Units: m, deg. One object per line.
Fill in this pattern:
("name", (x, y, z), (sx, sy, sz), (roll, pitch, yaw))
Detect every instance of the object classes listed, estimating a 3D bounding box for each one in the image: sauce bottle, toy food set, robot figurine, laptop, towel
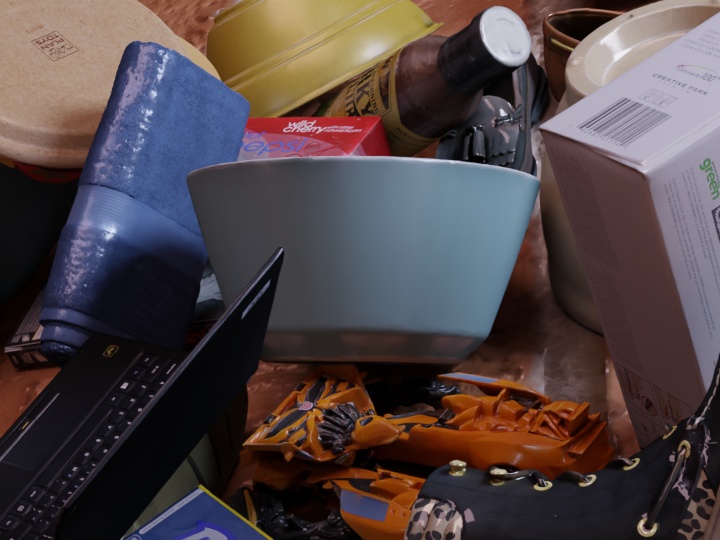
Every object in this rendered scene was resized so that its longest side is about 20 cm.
("sauce bottle", (0.036, -0.113, 1.216), (0.200, 0.065, 0.065), (-31, 14, 50))
("toy food set", (-0.202, -0.129, 1.225), (0.197, 0.049, 0.200), (28, 43, 11))
("robot figurine", (0.024, 0.098, 0.977), (0.199, 0.059, 0.145), (8, 40, 37))
("laptop", (-0.140, 0.073, 0.941), (0.199, 0.104, 0.177), (9, 47, 40))
("towel", (-0.134, -0.030, 1.135), (0.048, 0.112, 0.202), (6, 73, 33))

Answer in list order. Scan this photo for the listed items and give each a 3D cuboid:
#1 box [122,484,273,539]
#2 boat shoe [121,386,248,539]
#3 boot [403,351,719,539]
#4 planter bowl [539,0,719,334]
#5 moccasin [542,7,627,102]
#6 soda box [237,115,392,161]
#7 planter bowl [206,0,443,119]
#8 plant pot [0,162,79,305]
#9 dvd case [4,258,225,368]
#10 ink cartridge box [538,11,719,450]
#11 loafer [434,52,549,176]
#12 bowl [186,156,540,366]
("box", (-0.043, 0.178, 0.887), (0.070, 0.065, 0.200), (-34, 33, -22))
("boat shoe", (-0.126, 0.118, 1.020), (0.068, 0.075, 0.200), (4, 39, 26))
("boot", (0.105, 0.093, 0.832), (0.153, 0.073, 0.205), (11, 77, 27))
("planter bowl", (0.189, -0.072, 1.075), (0.199, 0.135, 0.201), (-15, 30, 9))
("moccasin", (0.209, -0.148, 1.234), (0.200, 0.078, 0.074), (12, 43, 42))
("soda box", (-0.075, -0.058, 1.237), (0.199, 0.064, 0.070), (3, 36, 31))
("planter bowl", (-0.047, -0.164, 1.335), (0.199, 0.084, 0.200), (-28, 8, 4))
("plant pot", (-0.285, -0.059, 1.291), (0.199, 0.201, 0.188), (13, 36, 43))
("dvd case", (-0.124, 0.004, 1.250), (0.198, 0.022, 0.146), (-9, 33, 20))
("ink cartridge box", (0.201, -0.018, 0.916), (0.175, 0.201, 0.084), (-32, 32, -18))
("loafer", (0.081, -0.100, 1.250), (0.071, 0.063, 0.201), (-9, 33, 19))
("bowl", (0.000, 0.000, 1.055), (0.199, 0.106, 0.201), (2, -4, 0))
